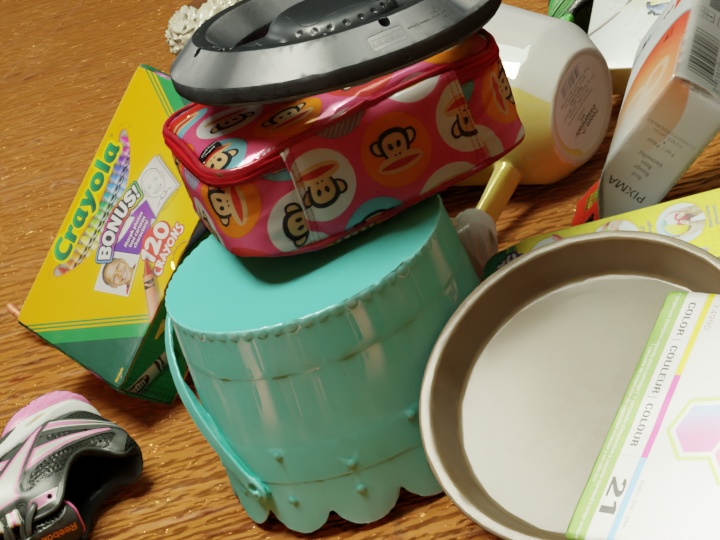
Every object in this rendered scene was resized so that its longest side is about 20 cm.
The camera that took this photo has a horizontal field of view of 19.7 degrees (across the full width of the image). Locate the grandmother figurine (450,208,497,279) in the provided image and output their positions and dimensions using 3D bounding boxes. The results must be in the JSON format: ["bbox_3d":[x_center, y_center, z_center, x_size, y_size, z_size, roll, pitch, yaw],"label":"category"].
[{"bbox_3d":[0.000,0.000,1.398,0.199,0.061,0.122,-13,51,23],"label":"grandmother figurine"}]

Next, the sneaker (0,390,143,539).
[{"bbox_3d":[-0.215,0.151,1.275,0.086,0.081,0.200,17,52,38],"label":"sneaker"}]

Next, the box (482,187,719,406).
[{"bbox_3d":[0.172,0.021,1.188,0.199,0.048,0.118,-13,52,12],"label":"box"}]

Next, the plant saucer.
[{"bbox_3d":[0.130,0.068,1.126,0.199,0.029,0.201,-11,54,15],"label":"plant saucer"}]

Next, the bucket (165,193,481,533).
[{"bbox_3d":[-0.014,0.042,1.244,0.206,0.135,0.207,-18,25,9],"label":"bucket"}]

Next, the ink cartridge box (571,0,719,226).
[{"bbox_3d":[0.167,-0.081,1.304,0.200,0.050,0.162,-50,10,34],"label":"ink cartridge box"}]

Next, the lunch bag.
[{"bbox_3d":[-0.015,-0.088,1.254,0.199,0.082,0.176,-25,22,-11],"label":"lunch bag"}]

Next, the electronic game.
[{"bbox_3d":[-0.015,-0.139,1.206,0.199,0.042,0.200,-15,20,5],"label":"electronic game"}]

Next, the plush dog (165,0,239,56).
[{"bbox_3d":[-0.122,-0.111,1.651,0.172,0.161,0.200,-39,-1,0],"label":"plush dog"}]

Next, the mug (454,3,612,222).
[{"bbox_3d":[0.092,-0.107,1.476,0.153,0.187,0.149,11,8,35],"label":"mug"}]

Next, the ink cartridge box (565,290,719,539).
[{"bbox_3d":[0.220,0.095,0.978,0.200,0.076,0.148,4,59,42],"label":"ink cartridge box"}]

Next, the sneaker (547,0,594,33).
[{"bbox_3d":[0.238,-0.213,1.600,0.199,0.078,0.085,-21,32,24],"label":"sneaker"}]

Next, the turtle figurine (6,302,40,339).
[{"bbox_3d":[-0.167,0.002,1.519,0.200,0.065,0.161,9,41,47],"label":"turtle figurine"}]

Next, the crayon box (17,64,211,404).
[{"bbox_3d":[-0.139,-0.025,1.406,0.119,0.058,0.201,29,94,39],"label":"crayon box"}]

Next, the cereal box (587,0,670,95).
[{"bbox_3d":[0.248,-0.223,1.527,0.143,0.040,0.201,-2,59,25],"label":"cereal box"}]
